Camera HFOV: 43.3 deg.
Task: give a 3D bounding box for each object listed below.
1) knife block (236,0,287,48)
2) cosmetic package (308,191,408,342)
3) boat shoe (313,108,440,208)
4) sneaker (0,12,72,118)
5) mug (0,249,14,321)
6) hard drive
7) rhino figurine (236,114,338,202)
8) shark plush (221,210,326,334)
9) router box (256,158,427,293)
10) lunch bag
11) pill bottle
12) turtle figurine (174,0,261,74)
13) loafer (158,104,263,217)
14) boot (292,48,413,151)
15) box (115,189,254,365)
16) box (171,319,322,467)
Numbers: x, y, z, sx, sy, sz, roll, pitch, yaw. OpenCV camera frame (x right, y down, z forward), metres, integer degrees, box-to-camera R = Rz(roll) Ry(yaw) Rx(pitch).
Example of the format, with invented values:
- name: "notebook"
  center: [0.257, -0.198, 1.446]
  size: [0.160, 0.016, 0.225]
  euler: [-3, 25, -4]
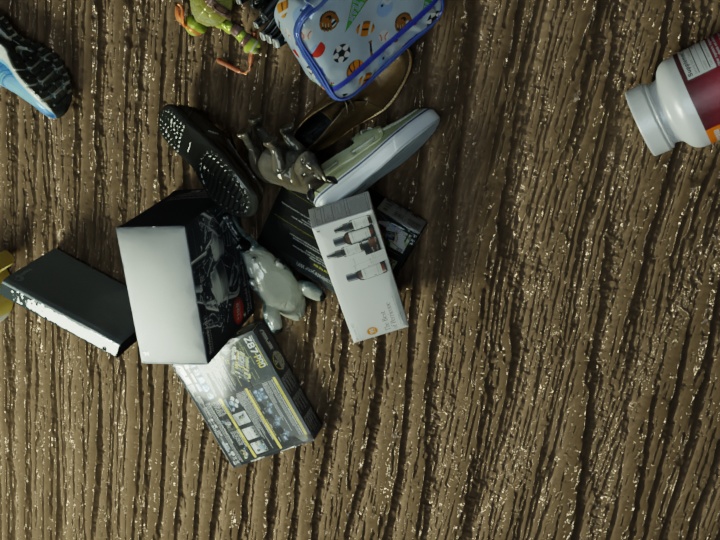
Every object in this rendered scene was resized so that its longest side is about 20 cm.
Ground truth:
- name: "knife block"
  center: [-0.049, -0.360, 1.084]
  size: [0.199, 0.176, 0.064]
  euler: [-11, 152, 19]
- name: "cosmetic package"
  center: [0.000, 0.000, 1.192]
  size: [0.082, 0.051, 0.200]
  euler: [-16, 127, 4]
- name: "boat shoe"
  center: [0.012, -0.153, 1.177]
  size: [0.200, 0.072, 0.062]
  euler: [-38, 81, 0]
- name: "sneaker"
  center: [-0.499, -0.291, 1.308]
  size: [0.200, 0.078, 0.090]
  euler: [44, 135, 0]
- name: "mug"
  center: [-0.648, 0.032, 1.420]
  size: [0.149, 0.153, 0.187]
  euler: [28, 115, 5]
- name: "hard drive"
  center: [-0.416, 0.046, 1.364]
  size: [0.200, 0.140, 0.033]
  euler: [27, 117, 4]
- name: "rhino figurine"
  center: [-0.089, -0.137, 1.148]
  size: [0.060, 0.200, 0.088]
  euler: [-34, 122, -18]
- name: "shark plush"
  center: [-0.142, 0.006, 1.273]
  size: [0.091, 0.083, 0.200]
  euler: [-47, 119, 1]
- name: "router box"
  center: [-0.030, -0.051, 1.262]
  size: [0.200, 0.051, 0.149]
  euler: [31, 118, 3]
- name: "lunch bag"
  center: [0.007, -0.308, 1.077]
  size: [0.200, 0.076, 0.160]
  euler: [-41, 139, -4]
- name: "pill bottle"
  center: [0.415, -0.212, 1.037]
  size: [0.200, 0.113, 0.113]
  euler: [-25, 102, 24]
- name: "turtle figurine"
  center: [-0.190, -0.366, 1.179]
  size: [0.200, 0.064, 0.161]
  euler: [45, 115, -2]
- name: "loafer"
  center: [-0.191, -0.159, 1.234]
  size: [0.200, 0.071, 0.073]
  euler: [50, 136, 14]
- name: "boot"
  center: [-0.012, -0.220, 1.180]
  size: [0.200, 0.075, 0.074]
  euler: [-40, 94, 24]
- name: "box"
  center: [-0.239, 0.005, 1.274]
  size: [0.104, 0.182, 0.201]
  euler: [0, 111, 16]
- name: "box"
  center: [-0.176, 0.194, 1.404]
  size: [0.161, 0.049, 0.200]
  euler: [-23, 103, 25]
